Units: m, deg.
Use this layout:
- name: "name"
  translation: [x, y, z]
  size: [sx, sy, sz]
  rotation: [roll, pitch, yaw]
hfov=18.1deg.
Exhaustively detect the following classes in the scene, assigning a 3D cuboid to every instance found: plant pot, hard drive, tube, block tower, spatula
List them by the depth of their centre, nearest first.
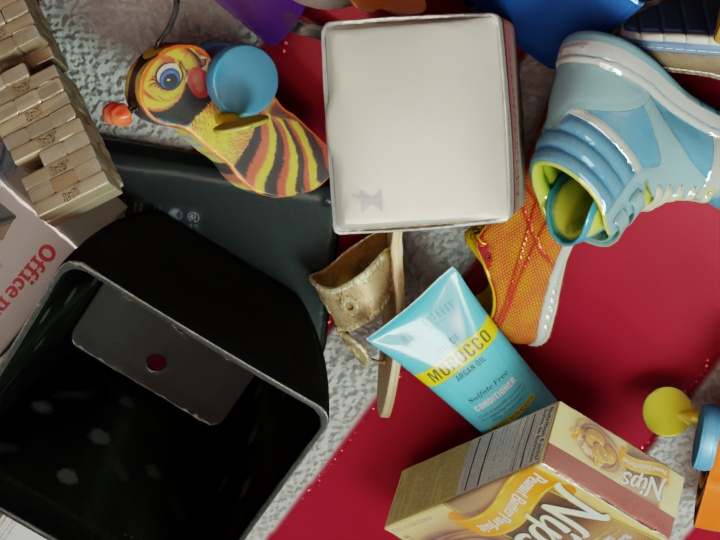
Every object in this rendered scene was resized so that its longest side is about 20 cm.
- name: "block tower"
  translation: [-0.224, -0.128, 1.502]
  size: [0.058, 0.054, 0.200]
  rotation: [-26, 77, 4]
- name: "spatula"
  translation: [-0.010, -0.152, 1.534]
  size: [0.200, 0.021, 0.057]
  rotation: [31, 129, -10]
- name: "plant pot"
  translation: [-0.139, 0.074, 1.545]
  size: [0.199, 0.177, 0.200]
  rotation: [31, 118, -8]
- name: "tube"
  translation: [0.089, 0.078, 1.585]
  size: [0.077, 0.050, 0.200]
  rotation: [-42, 126, 3]
- name: "hard drive"
  translation: [-0.116, -0.016, 1.615]
  size: [0.200, 0.033, 0.140]
  rotation: [10, 118, 4]

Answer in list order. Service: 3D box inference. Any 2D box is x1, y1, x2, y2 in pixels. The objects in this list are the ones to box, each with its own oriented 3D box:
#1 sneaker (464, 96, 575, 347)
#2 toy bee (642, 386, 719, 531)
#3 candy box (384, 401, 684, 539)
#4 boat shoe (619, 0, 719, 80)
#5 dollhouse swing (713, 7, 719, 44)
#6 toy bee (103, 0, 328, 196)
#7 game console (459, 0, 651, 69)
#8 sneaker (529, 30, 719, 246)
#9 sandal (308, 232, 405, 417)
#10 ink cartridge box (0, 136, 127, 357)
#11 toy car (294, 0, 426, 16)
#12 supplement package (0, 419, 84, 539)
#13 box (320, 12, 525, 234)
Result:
- name: "sneaker"
  translation: [0.113, -0.035, 1.547]
  size: [0.077, 0.073, 0.200]
  rotation: [13, 117, 1]
- name: "toy bee"
  translation: [0.279, 0.096, 1.585]
  size: [0.131, 0.109, 0.200]
  rotation: [23, 143, -13]
- name: "candy box"
  translation: [0.120, 0.166, 1.599]
  size: [0.115, 0.055, 0.200]
  rotation: [31, 147, -20]
- name: "boat shoe"
  translation: [0.268, -0.132, 1.474]
  size: [0.200, 0.072, 0.072]
  rotation: [4, 119, 7]
- name: "dollhouse swing"
  translation: [0.349, -0.215, 1.373]
  size: [0.200, 0.182, 0.176]
  rotation: [21, 138, -2]
- name: "toy bee"
  translation: [-0.115, -0.115, 1.518]
  size: [0.109, 0.131, 0.200]
  rotation: [-41, 88, -12]
- name: "game console"
  translation: [0.116, -0.255, 1.465]
  size: [0.200, 0.118, 0.171]
  rotation: [36, 85, -11]
- name: "sneaker"
  translation: [0.185, -0.054, 1.476]
  size: [0.200, 0.131, 0.079]
  rotation: [32, 161, -28]
- name: "sandal"
  translation: [-0.001, -0.002, 1.576]
  size: [0.070, 0.078, 0.212]
  rotation: [6, 110, -8]
- name: "ink cartridge box"
  translation: [-0.285, -0.049, 1.573]
  size: [0.200, 0.088, 0.145]
  rotation: [41, 121, -5]
- name: "toy car"
  translation: [-0.028, -0.233, 1.394]
  size: [0.200, 0.177, 0.184]
  rotation: [48, 124, -2]
- name: "supplement package"
  translation: [-0.211, 0.187, 1.665]
  size: [0.200, 0.152, 0.151]
  rotation: [33, 117, -8]
- name: "box"
  translation: [0.044, -0.094, 1.419]
  size: [0.109, 0.200, 0.128]
  rotation: [-3, 95, 7]
